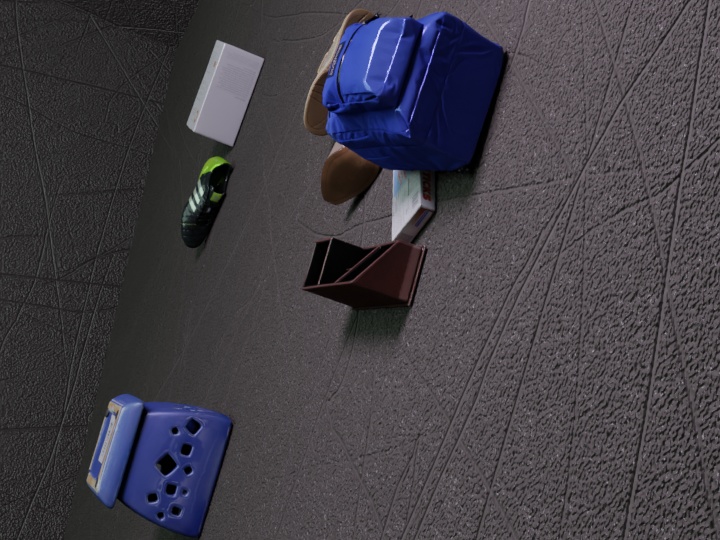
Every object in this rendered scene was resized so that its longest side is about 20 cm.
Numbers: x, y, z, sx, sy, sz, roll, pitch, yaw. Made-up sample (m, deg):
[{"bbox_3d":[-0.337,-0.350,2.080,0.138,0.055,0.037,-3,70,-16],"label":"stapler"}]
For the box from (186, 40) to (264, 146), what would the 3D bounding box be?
[{"bbox_3d":[-0.296,-0.388,2.760,0.202,0.096,0.124,-69,18,7],"label":"box"}]

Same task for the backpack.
[{"bbox_3d":[0.043,-0.210,1.442,0.199,0.167,0.164,2,66,63],"label":"backpack"}]

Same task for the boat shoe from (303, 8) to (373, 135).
[{"bbox_3d":[-0.031,-0.301,1.935,0.065,0.071,0.202,-145,77,-81],"label":"boat shoe"}]

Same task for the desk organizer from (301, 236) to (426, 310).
[{"bbox_3d":[0.000,0.000,1.522,0.200,0.076,0.073,171,116,-70],"label":"desk organizer"}]

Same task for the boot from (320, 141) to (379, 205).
[{"bbox_3d":[0.008,-0.202,1.736,0.200,0.070,0.147,-52,20,44],"label":"boot"}]

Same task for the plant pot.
[{"bbox_3d":[-0.336,0.305,2.060,0.200,0.178,0.203,177,111,-72],"label":"plant pot"}]

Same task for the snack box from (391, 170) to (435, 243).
[{"bbox_3d":[0.065,-0.127,1.540,0.072,0.024,0.202,127,154,-44],"label":"snack box"}]

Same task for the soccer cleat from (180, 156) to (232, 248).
[{"bbox_3d":[-0.326,-0.143,2.667,0.081,0.067,0.203,17,89,60],"label":"soccer cleat"}]
